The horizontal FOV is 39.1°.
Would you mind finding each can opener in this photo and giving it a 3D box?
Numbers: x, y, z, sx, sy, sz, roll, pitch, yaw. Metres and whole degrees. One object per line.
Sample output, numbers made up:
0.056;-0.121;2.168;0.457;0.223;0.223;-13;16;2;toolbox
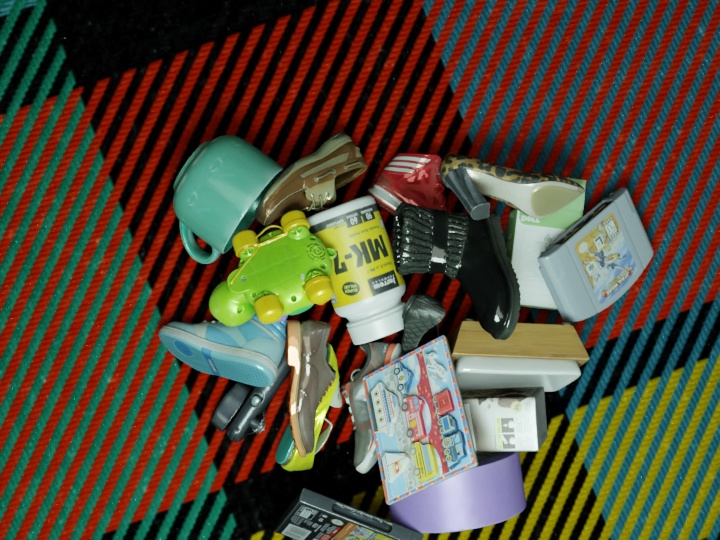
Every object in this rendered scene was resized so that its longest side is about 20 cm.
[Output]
-0.140;0.170;1.515;0.079;0.063;0.200;39;87;-3;can opener

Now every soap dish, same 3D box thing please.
0.220;0.128;1.506;0.199;0.157;0.082;3;73;-4;soap dish

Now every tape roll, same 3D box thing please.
0.136;0.310;1.469;0.199;0.200;0.086;-9;90;-5;tape roll

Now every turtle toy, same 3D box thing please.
-0.125;0.015;1.438;0.199;0.101;0.146;-22;65;1;turtle toy

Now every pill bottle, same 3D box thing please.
0.000;0.000;1.503;0.114;0.114;0.201;-21;92;-4;pill bottle

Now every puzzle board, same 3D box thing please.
0.077;0.206;1.412;0.150;0.017;0.201;-30;52;25;puzzle board

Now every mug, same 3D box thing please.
-0.209;-0.106;1.466;0.114;0.152;0.185;36;87;-1;mug

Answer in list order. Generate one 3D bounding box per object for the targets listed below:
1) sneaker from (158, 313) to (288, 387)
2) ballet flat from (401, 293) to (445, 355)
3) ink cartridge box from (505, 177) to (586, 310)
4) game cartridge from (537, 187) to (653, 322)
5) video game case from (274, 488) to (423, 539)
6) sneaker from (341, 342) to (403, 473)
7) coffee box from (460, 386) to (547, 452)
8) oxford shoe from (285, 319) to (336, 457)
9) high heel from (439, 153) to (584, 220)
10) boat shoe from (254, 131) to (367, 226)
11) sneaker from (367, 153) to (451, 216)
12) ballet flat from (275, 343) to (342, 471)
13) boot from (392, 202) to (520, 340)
-0.192;0.090;1.513;0.199;0.080;0.131;17;56;18;sneaker
0.095;0.094;1.471;0.057;0.200;0.067;30;73;18;ballet flat
0.279;-0.042;1.552;0.103;0.059;0.201;7;89;-5;ink cartridge box
0.360;-0.018;1.527;0.200;0.041;0.134;-38;106;-25;game cartridge
-0.021;0.379;1.462;0.180;0.200;0.026;22;61;-4;video game case
0.009;0.203;1.532;0.081;0.077;0.201;12;82;12;sneaker
0.166;0.218;1.484;0.199;0.113;0.080;-4;90;17;coffee box
-0.069;0.171;1.455;0.072;0.071;0.201;-2;99;-8;oxford shoe
0.222;-0.141;1.502;0.199;0.143;0.072;-8;132;-20;high heel
-0.066;-0.127;1.485;0.074;0.076;0.200;45;63;7;boat shoe
0.120;-0.107;1.532;0.199;0.078;0.116;33;89;-5;sneaker
-0.066;0.209;1.528;0.067;0.067;0.201;20;91;-25;ballet flat
0.129;0.002;1.429;0.157;0.080;0.212;3;55;-20;boot
